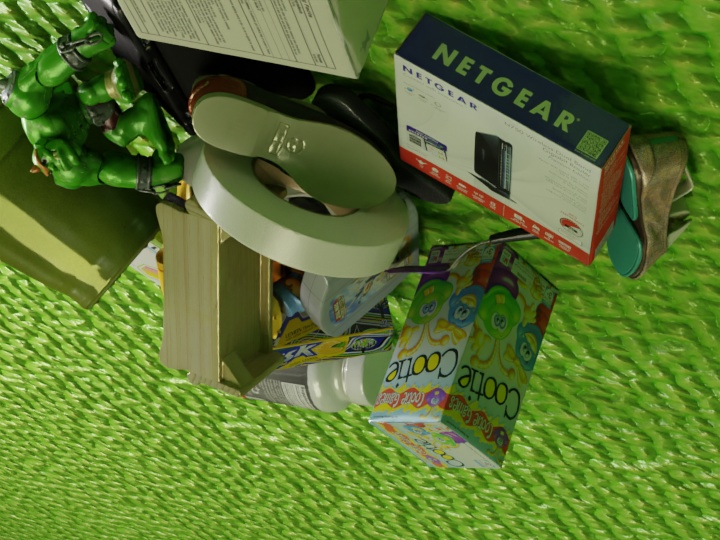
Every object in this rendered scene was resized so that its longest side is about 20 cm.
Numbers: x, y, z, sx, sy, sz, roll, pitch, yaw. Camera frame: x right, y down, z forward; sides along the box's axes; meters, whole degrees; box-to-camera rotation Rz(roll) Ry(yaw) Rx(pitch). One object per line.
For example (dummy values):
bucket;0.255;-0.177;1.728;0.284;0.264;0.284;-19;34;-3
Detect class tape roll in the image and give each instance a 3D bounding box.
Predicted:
tape roll;-0.053;-0.065;1.658;0.201;0.203;0.037;23;117;-4

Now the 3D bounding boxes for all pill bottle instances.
pill bottle;-0.061;0.106;2.155;0.199;0.111;0.111;7;154;30

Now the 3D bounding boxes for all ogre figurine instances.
ogre figurine;-0.242;-0.134;1.643;0.119;0.099;0.200;-16;157;9

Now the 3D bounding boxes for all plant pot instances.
plant pot;-0.293;-0.071;1.785;0.193;0.201;0.200;42;154;-5

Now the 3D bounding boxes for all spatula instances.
spatula;0.114;-0.020;1.771;0.199;0.021;0.056;-18;178;27

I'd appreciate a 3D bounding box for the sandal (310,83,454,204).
sandal;0.021;-0.123;1.679;0.076;0.043;0.200;13;165;37

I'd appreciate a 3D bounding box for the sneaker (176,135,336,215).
sneaker;-0.093;-0.081;1.776;0.198;0.089;0.076;11;129;12

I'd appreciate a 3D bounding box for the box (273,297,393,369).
box;-0.067;0.062;2.001;0.198;0.071;0.064;-10;155;-5

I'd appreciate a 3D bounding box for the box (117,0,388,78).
box;-0.086;-0.241;1.409;0.198;0.110;0.128;12;156;19

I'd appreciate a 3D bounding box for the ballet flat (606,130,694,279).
ballet flat;0.254;-0.055;1.586;0.067;0.068;0.200;-20;155;-6

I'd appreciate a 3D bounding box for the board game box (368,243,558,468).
board game box;0.106;0.086;1.850;0.103;0.201;0.105;-4;147;46

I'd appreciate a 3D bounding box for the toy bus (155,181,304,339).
toy bus;-0.114;0.003;1.872;0.198;0.193;0.136;17;156;6

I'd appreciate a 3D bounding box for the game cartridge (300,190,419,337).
game cartridge;0.000;0.000;1.821;0.042;0.133;0.200;43;170;13

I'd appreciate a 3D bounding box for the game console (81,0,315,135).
game console;-0.155;-0.223;1.629;0.176;0.116;0.200;44;169;31

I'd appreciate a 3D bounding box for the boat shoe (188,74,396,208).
boat shoe;-0.059;-0.116;1.619;0.199;0.072;0.063;21;-158;-18

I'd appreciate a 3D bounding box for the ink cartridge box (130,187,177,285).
ink cartridge box;-0.220;-0.019;2.061;0.147;0.076;0.199;35;152;-29

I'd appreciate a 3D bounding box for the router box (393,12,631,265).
router box;0.124;-0.107;1.543;0.199;0.049;0.180;31;160;17

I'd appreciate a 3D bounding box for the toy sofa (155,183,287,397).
toy sofa;-0.130;0.009;1.743;0.097;0.083;0.202;17;122;26
